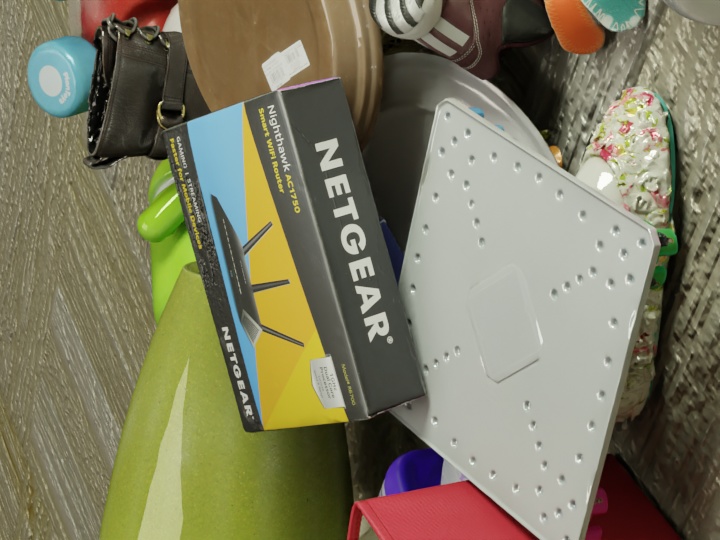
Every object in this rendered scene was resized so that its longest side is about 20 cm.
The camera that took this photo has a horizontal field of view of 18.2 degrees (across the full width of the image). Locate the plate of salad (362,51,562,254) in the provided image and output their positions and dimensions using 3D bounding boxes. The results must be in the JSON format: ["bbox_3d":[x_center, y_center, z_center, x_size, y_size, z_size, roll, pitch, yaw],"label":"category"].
[{"bbox_3d":[0.063,-0.049,1.429,0.199,0.048,0.201,26,134,31],"label":"plate of salad"}]

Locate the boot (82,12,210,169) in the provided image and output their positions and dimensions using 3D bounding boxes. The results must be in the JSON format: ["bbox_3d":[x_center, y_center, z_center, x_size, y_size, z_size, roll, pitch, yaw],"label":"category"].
[{"bbox_3d":[-0.108,-0.159,1.628,0.069,0.173,0.202,28,106,62],"label":"boot"}]

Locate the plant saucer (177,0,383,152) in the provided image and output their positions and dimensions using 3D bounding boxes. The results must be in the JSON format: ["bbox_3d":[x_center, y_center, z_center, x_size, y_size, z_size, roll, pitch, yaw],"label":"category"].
[{"bbox_3d":[-0.056,-0.152,1.403,0.199,0.029,0.202,28,127,45],"label":"plant saucer"}]

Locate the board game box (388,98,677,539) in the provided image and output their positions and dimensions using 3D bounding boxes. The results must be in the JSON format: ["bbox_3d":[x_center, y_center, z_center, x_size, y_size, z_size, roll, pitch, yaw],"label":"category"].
[{"bbox_3d":[0.091,0.030,1.285,0.200,0.026,0.202,37,123,47],"label":"board game box"}]

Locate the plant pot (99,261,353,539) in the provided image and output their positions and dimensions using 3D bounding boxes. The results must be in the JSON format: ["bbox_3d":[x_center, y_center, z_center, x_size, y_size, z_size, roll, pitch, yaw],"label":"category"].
[{"bbox_3d":[-0.086,0.099,1.602,0.187,0.186,0.202,24,111,62],"label":"plant pot"}]

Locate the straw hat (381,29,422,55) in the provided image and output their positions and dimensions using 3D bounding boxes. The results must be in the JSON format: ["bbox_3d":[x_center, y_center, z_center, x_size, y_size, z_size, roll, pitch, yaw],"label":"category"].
[{"bbox_3d":[0.001,-0.179,1.502,0.200,0.085,0.202,-26,46,30],"label":"straw hat"}]

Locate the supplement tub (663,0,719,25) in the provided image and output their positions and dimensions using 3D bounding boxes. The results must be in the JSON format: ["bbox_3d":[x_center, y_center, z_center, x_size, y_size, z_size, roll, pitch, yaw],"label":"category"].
[{"bbox_3d":[0.155,-0.225,1.122,0.201,0.121,0.123,-121,33,-41],"label":"supplement tub"}]

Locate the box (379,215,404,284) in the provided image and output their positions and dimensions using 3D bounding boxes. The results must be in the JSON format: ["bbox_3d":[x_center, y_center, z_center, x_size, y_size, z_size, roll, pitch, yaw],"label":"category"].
[{"bbox_3d":[0.000,0.000,1.467,0.200,0.032,0.122,38,160,56],"label":"box"}]

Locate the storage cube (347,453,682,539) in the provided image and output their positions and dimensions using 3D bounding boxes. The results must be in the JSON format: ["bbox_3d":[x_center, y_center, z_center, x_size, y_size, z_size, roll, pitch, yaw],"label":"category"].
[{"bbox_3d":[0.100,0.238,1.312,0.200,0.178,0.172,51,141,47],"label":"storage cube"}]

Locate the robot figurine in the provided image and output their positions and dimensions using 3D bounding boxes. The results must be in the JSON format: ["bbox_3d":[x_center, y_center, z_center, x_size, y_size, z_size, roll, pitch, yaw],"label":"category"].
[{"bbox_3d":[-0.105,-0.016,1.738,0.176,0.115,0.202,56,-155,-60],"label":"robot figurine"}]

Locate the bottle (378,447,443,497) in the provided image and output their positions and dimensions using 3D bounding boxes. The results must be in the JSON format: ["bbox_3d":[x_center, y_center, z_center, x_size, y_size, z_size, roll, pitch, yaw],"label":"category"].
[{"bbox_3d":[0.033,0.214,1.584,0.201,0.065,0.084,107,149,-43],"label":"bottle"}]

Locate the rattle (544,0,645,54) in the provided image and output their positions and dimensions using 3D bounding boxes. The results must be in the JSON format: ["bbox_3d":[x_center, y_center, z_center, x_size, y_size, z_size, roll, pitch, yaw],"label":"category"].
[{"bbox_3d":[0.085,-0.225,1.263,0.129,0.142,0.202,11,100,39],"label":"rattle"}]

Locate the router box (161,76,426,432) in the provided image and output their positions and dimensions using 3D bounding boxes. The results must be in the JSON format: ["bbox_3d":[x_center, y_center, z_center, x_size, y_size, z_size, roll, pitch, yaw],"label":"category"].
[{"bbox_3d":[-0.043,-0.007,1.381,0.149,0.051,0.202,-13,94,56],"label":"router box"}]

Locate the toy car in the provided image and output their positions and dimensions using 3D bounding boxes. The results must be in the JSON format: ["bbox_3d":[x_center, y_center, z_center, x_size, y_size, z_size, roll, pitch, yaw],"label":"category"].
[{"bbox_3d":[-0.128,-0.197,1.750,0.199,0.184,0.179,15,113,32],"label":"toy car"}]

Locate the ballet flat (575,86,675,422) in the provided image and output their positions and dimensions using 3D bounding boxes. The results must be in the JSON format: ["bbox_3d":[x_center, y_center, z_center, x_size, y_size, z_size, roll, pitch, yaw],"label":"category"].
[{"bbox_3d":[0.141,-0.004,1.288,0.076,0.063,0.202,31,124,58],"label":"ballet flat"}]

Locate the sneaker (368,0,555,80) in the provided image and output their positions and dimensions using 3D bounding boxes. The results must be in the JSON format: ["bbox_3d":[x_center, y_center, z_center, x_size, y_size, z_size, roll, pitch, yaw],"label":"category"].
[{"bbox_3d":[0.077,-0.198,1.367,0.075,0.115,0.201,-21,43,48],"label":"sneaker"}]

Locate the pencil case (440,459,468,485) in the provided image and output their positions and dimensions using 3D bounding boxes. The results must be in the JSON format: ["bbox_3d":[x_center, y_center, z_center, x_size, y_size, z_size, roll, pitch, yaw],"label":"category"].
[{"bbox_3d":[0.091,0.127,1.411,0.091,0.082,0.201,-93,9,-58],"label":"pencil case"}]
